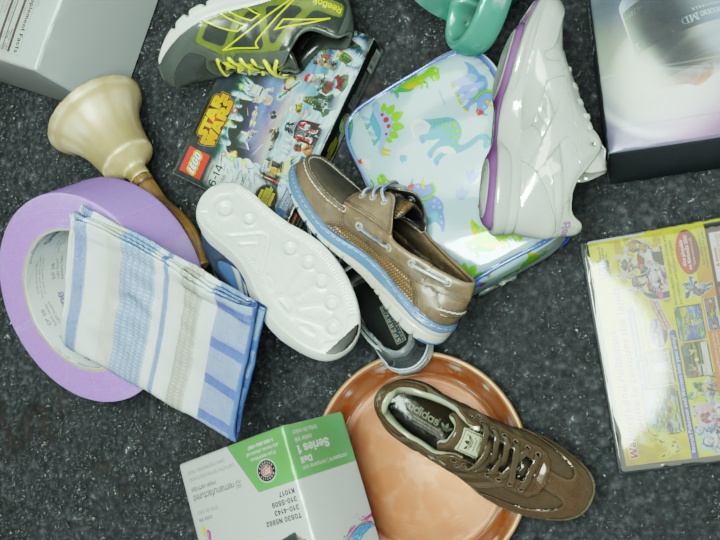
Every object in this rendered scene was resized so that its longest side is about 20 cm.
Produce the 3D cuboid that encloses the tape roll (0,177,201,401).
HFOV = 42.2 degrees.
[{"bbox_3d":[-0.244,0.018,0.878,0.198,0.066,0.203,10,111,25],"label":"tape roll"}]

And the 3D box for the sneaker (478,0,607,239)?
[{"bbox_3d":[0.154,-0.122,0.763,0.098,0.075,0.203,9,86,-1],"label":"sneaker"}]

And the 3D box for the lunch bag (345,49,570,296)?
[{"bbox_3d":[0.091,-0.084,0.835,0.159,0.082,0.202,-30,77,11],"label":"lunch bag"}]

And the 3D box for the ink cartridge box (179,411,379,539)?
[{"bbox_3d":[-0.061,0.244,0.811,0.144,0.083,0.203,-25,76,36],"label":"ink cartridge box"}]

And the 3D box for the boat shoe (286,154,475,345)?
[{"bbox_3d":[0.021,-0.035,0.775,0.200,0.072,0.073,46,120,14],"label":"boat shoe"}]

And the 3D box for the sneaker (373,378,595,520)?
[{"bbox_3d":[0.097,0.153,0.775,0.198,0.075,0.071,23,89,17],"label":"sneaker"}]

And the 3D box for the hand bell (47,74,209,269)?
[{"bbox_3d":[-0.206,-0.079,0.895,0.104,0.104,0.201,-40,72,7],"label":"hand bell"}]

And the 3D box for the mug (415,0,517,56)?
[{"bbox_3d":[0.112,-0.296,0.806,0.151,0.114,0.187,-27,85,-33],"label":"mug"}]

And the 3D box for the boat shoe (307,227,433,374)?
[{"bbox_3d":[0.000,0.000,0.844,0.071,0.068,0.202,-29,64,6],"label":"boat shoe"}]

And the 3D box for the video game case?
[{"bbox_3d":[0.293,0.060,0.794,0.178,0.025,0.203,-10,81,13],"label":"video game case"}]

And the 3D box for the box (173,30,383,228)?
[{"bbox_3d":[-0.081,-0.155,0.912,0.136,0.040,0.202,25,90,18],"label":"box"}]

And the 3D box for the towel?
[{"bbox_3d":[-0.176,0.047,0.798,0.198,0.024,0.149,26,120,18],"label":"towel"}]

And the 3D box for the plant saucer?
[{"bbox_3d":[0.055,0.175,0.840,0.197,0.032,0.204,-2,82,15],"label":"plant saucer"}]

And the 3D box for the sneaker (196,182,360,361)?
[{"bbox_3d":[-0.067,0.021,0.836,0.080,0.147,0.200,-39,68,-14],"label":"sneaker"}]

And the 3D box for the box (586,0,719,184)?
[{"bbox_3d":[0.293,-0.193,0.775,0.197,0.123,0.202,-8,83,14],"label":"box"}]

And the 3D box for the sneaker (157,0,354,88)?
[{"bbox_3d":[-0.096,-0.212,0.864,0.198,0.074,0.086,-25,76,11],"label":"sneaker"}]

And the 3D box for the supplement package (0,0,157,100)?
[{"bbox_3d":[-0.338,-0.270,0.937,0.198,0.152,0.153,19,87,16],"label":"supplement package"}]
